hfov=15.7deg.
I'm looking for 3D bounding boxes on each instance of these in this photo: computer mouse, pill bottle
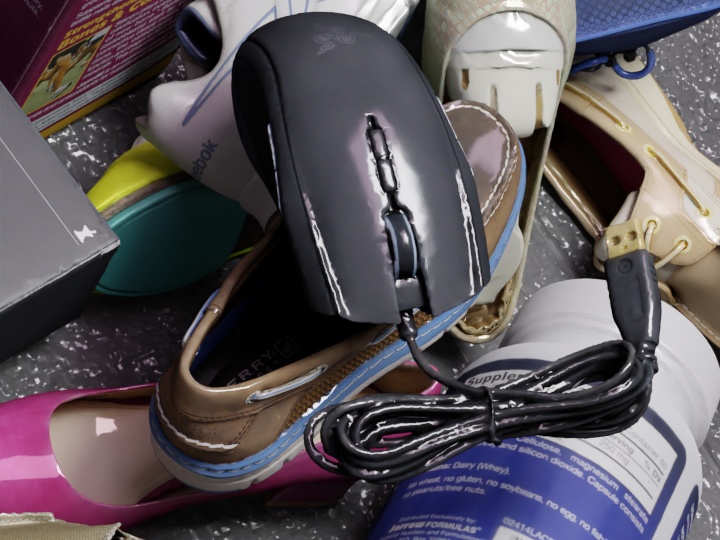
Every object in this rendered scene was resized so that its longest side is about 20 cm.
[{"bbox_3d":[0.035,-0.025,0.937,0.140,0.046,0.200,-6,60,-13],"label":"computer mouse"},{"bbox_3d":[0.071,0.102,1.044,0.116,0.116,0.200,36,49,-5],"label":"pill bottle"}]

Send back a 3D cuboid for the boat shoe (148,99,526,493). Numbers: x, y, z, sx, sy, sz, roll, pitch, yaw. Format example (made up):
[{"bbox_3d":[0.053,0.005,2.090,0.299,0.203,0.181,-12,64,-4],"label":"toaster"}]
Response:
[{"bbox_3d":[0.000,0.000,0.987,0.072,0.072,0.200,34,63,12],"label":"boat shoe"}]

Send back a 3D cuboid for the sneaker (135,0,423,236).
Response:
[{"bbox_3d":[-0.024,-0.107,1.076,0.087,0.075,0.200,28,49,-4],"label":"sneaker"}]

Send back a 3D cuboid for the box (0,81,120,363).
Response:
[{"bbox_3d":[-0.210,-0.042,0.992,0.141,0.079,0.200,-32,79,-27],"label":"box"}]

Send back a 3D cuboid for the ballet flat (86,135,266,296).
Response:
[{"bbox_3d":[-0.058,-0.038,1.106,0.200,0.067,0.067,-17,48,-39],"label":"ballet flat"}]

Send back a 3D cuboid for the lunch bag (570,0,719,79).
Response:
[{"bbox_3d":[0.100,-0.182,1.158,0.136,0.132,0.200,-11,95,2],"label":"lunch bag"}]

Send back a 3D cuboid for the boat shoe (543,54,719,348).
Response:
[{"bbox_3d":[0.133,-0.022,1.194,0.069,0.074,0.200,-22,63,-35],"label":"boat shoe"}]

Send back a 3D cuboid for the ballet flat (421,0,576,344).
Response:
[{"bbox_3d":[0.059,-0.056,1.089,0.067,0.200,0.062,-5,37,-13],"label":"ballet flat"}]

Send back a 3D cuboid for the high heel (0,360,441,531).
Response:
[{"bbox_3d":[-0.068,0.062,1.003,0.200,0.096,0.067,6,58,-27],"label":"high heel"}]

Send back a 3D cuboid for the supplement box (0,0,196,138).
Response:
[{"bbox_3d":[-0.114,-0.147,1.046,0.103,0.200,0.131,50,49,7],"label":"supplement box"}]

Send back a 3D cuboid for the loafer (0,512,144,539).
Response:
[{"bbox_3d":[-0.115,0.122,0.957,0.200,0.067,0.076,8,57,-26],"label":"loafer"}]
